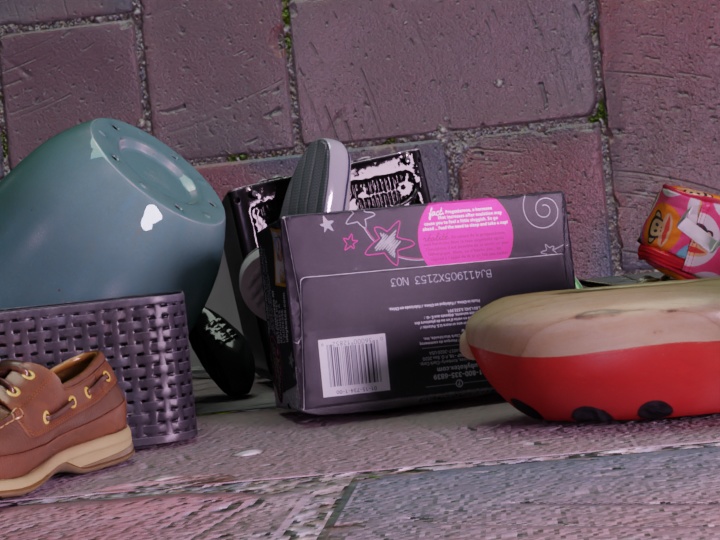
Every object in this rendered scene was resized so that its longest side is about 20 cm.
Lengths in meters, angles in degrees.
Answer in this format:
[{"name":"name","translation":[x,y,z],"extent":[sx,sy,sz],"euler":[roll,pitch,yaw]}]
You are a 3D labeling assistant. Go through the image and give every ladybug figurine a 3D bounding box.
[{"name":"ladybug figurine","translation":[0.152,0.045,0.783],"extent":[0.198,0.073,0.135],"euler":[-5,0,23]}]

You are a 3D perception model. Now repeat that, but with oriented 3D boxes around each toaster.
[{"name":"toaster","translation":[-0.017,0.006,1.222],"extent":[0.179,0.202,0.119],"euler":[-14,0,-15]}]

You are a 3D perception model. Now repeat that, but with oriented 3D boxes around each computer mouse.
[{"name":"computer mouse","translation":[-0.142,0.033,1.173],"extent":[0.034,0.059,0.200],"euler":[-29,53,-19]}]

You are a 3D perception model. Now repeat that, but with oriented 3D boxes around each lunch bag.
[{"name":"lunch bag","translation":[0.338,-0.013,1.186],"extent":[0.198,0.083,0.176],"euler":[20,7,11]}]

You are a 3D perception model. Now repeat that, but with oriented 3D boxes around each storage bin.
[{"name":"storage bin","translation":[-0.209,0.070,0.907],"extent":[0.197,0.095,0.135],"euler":[-5,1,-8]}]

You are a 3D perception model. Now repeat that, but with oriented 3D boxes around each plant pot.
[{"name":"plant pot","translation":[-0.198,-0.017,1.068],"extent":[0.161,0.200,0.200],"euler":[-51,-14,16]}]

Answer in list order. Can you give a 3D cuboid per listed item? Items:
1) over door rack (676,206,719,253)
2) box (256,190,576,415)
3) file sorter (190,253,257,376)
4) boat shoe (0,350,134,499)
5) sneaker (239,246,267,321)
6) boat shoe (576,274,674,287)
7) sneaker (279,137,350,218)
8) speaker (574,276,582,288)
[{"name":"over door rack","translation":[0.258,-0.001,0.902],"extent":[0.148,0.067,0.200],"euler":[-50,9,-30]},{"name":"box","translation":[0.038,0.024,0.959],"extent":[0.197,0.134,0.115],"euler":[-6,-3,-13]},{"name":"file sorter","translation":[-0.190,0.033,1.322],"extent":[0.124,0.141,0.199],"euler":[0,-3,-45]},{"name":"boat shoe","translation":[-0.192,0.082,0.740],"extent":[0.071,0.068,0.200],"euler":[-5,1,23]},{"name":"sneaker","translation":[0.000,0.000,1.061],"extent":[0.197,0.079,0.080],"euler":[1,24,-17]},{"name":"boat shoe","translation":[0.254,0.034,1.235],"extent":[0.071,0.060,0.199],"euler":[-5,1,-30]},{"name":"sneaker","translation":[-0.024,-0.004,1.130],"extent":[0.070,0.203,0.073],"euler":[5,3,-34]},{"name":"speaker","translation":[0.146,0.033,1.249],"extent":[0.087,0.090,0.200],"euler":[-6,1,-4]}]
